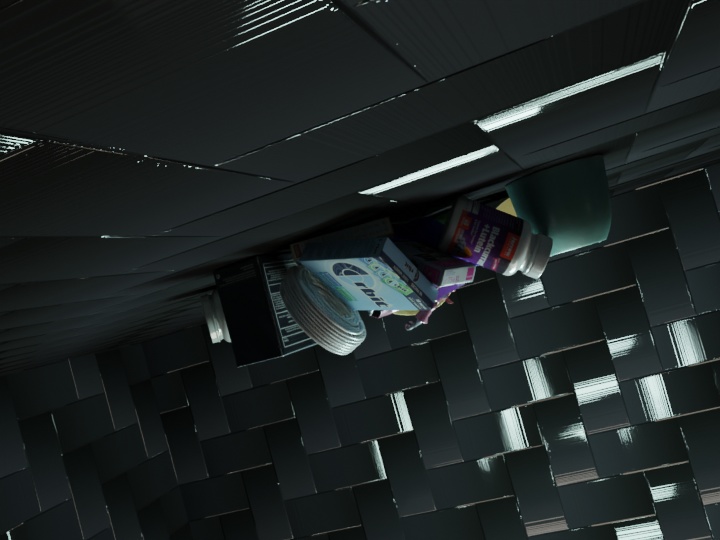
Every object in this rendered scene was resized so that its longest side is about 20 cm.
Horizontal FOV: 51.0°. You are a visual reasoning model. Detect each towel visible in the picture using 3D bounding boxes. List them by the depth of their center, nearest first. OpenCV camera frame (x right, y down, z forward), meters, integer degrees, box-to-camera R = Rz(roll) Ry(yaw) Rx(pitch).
[{"bbox_3d":[0.160,-0.052,1.568,0.147,0.050,0.199,-15,-149,-39],"label":"towel"}]

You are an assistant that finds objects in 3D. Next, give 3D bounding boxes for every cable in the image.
[{"bbox_3d":[-0.074,0.073,1.455,0.069,0.201,0.199,-44,138,12],"label":"cable"}]

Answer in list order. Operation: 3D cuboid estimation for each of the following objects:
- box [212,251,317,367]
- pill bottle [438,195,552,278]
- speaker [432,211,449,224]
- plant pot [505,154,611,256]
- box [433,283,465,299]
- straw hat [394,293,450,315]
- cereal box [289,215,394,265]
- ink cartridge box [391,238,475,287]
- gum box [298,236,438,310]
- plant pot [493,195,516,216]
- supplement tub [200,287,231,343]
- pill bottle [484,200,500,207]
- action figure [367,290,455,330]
[{"bbox_3d":[-0.180,0.075,1.542,0.122,0.201,0.199,-17,177,26],"label":"box"},{"bbox_3d":[0.257,-0.057,1.436,0.198,0.113,0.111,20,178,1],"label":"pill bottle"},{"bbox_3d":[0.176,-0.080,1.751,0.088,0.090,0.199,-14,176,-41],"label":"speaker"},{"bbox_3d":[0.407,-0.120,1.505,0.198,0.163,0.201,-15,177,-1],"label":"plant pot"},{"bbox_3d":[0.120,0.005,1.493,0.136,0.040,0.200,20,-163,21],"label":"box"},{"bbox_3d":[0.117,0.008,1.746,0.198,0.086,0.202,-3,138,-2],"label":"straw hat"},{"bbox_3d":[-0.035,-0.053,1.478,0.198,0.040,0.144,-16,176,0],"label":"cereal box"},{"bbox_3d":[0.105,-0.023,1.426,0.199,0.043,0.119,21,-164,35],"label":"ink cartridge box"},{"bbox_3d":[0.014,0.010,1.358,0.198,0.045,0.170,-2,144,44],"label":"gum box"},{"bbox_3d":[0.345,-0.095,1.697,0.198,0.202,0.028,-15,-140,-20],"label":"plant pot"},{"bbox_3d":[-0.295,0.098,1.912,0.198,0.146,0.144,-16,178,-12],"label":"supplement tub"},{"bbox_3d":[0.296,-0.096,1.845,0.112,0.115,0.200,-15,178,-17],"label":"pill bottle"},{"bbox_3d":[0.105,0.039,1.551,0.197,0.136,0.149,-1,157,-12],"label":"action figure"}]
